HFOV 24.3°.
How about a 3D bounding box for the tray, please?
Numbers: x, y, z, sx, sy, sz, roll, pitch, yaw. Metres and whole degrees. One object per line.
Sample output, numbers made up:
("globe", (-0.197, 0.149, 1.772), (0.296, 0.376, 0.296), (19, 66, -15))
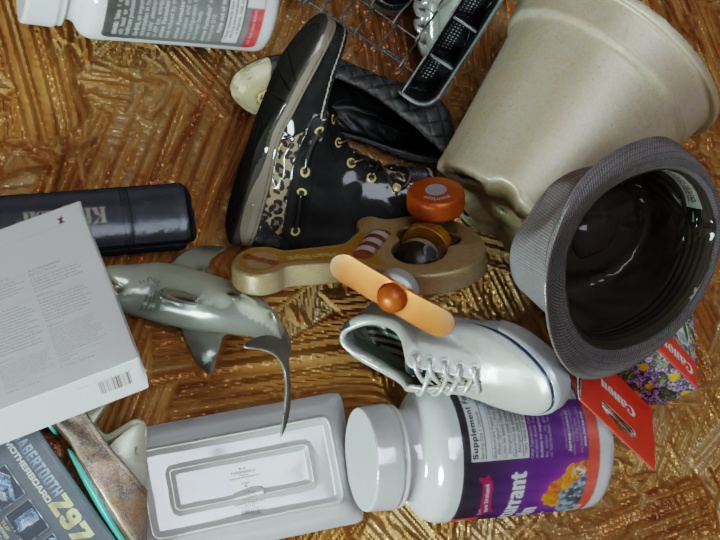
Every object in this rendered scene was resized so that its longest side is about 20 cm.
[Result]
("tray", (-0.096, 0.165, 1.328), (0.198, 0.022, 0.109), (-9, 83, -20))

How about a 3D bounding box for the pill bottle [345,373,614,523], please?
("pill bottle", (0.093, 0.144, 1.346), (0.198, 0.111, 0.113), (-3, 80, -18))

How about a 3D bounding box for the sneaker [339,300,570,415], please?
("sneaker", (0.069, 0.074, 1.288), (0.071, 0.199, 0.074), (-32, 125, -38))

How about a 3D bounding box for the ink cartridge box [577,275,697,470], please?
("ink cartridge box", (0.229, 0.051, 1.377), (0.109, 0.050, 0.201), (42, 36, -28))

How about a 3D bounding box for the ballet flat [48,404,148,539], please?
("ballet flat", (-0.202, 0.118, 1.269), (0.067, 0.068, 0.201), (-34, 88, -9))

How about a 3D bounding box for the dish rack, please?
("dish rack", (0.019, -0.251, 1.369), (0.199, 0.055, 0.154), (34, 112, 0))

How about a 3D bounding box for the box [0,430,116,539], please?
("box", (-0.284, 0.194, 1.244), (0.157, 0.051, 0.201), (-36, 91, -21))

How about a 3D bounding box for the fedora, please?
("fedora", (0.183, -0.018, 1.274), (0.199, 0.090, 0.178), (-31, 121, -27))

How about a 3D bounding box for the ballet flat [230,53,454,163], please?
("ballet flat", (-0.011, -0.136, 1.388), (0.198, 0.067, 0.057), (10, 40, -18))

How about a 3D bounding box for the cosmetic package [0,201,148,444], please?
("cosmetic package", (-0.273, 0.051, 1.228), (0.198, 0.052, 0.152), (-20, 61, -10))

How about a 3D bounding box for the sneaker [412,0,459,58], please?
("sneaker", (0.101, -0.258, 1.406), (0.075, 0.081, 0.202), (-18, 128, -55))

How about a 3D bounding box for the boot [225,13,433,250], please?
("boot", (-0.012, -0.094, 1.349), (0.149, 0.073, 0.202), (17, 106, -18))

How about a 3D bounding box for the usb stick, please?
("usb stick", (-0.228, -0.036, 1.318), (0.198, 0.033, 0.056), (-5, 82, -19))

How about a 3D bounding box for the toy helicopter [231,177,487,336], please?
("toy helicopter", (0.000, 0.000, 1.286), (0.198, 0.133, 0.080), (-5, 123, -4))

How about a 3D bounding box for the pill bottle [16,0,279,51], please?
("pill bottle", (-0.170, -0.239, 1.335), (0.198, 0.114, 0.115), (2, 78, -18))

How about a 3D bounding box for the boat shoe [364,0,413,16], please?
("boat shoe", (0.056, -0.318, 1.452), (0.074, 0.062, 0.201), (31, 72, -12))

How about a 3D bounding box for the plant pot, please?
("plant pot", (0.164, -0.112, 1.383), (0.200, 0.200, 0.184), (39, 76, -7))

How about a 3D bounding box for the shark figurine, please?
("shark figurine", (-0.109, 0.050, 1.306), (0.128, 0.213, 0.090), (-25, 129, -48))
